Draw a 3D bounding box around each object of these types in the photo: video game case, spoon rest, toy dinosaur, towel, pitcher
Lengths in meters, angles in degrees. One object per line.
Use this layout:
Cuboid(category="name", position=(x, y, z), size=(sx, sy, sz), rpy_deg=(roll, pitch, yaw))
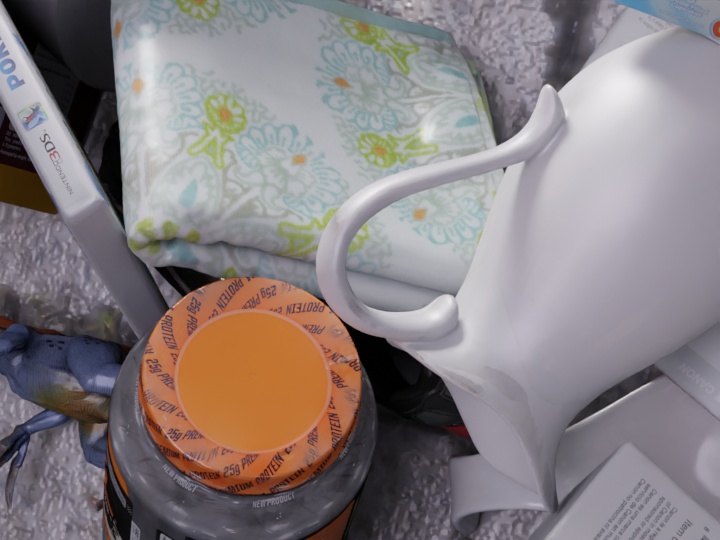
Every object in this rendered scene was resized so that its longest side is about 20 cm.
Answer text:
Cuboid(category="video game case", position=(-0.142, -0.050, 1.042), size=(0.022, 0.200, 0.183), rpy_deg=(-29, 62, -5))
Cuboid(category="spoon rest", position=(0.129, 0.097, 1.026), size=(0.199, 0.061, 0.100), rpy_deg=(-10, 78, 24))
Cuboid(category="toy dinosaur", position=(-0.162, 0.066, 1.176), size=(0.181, 0.199, 0.105), rpy_deg=(44, 142, 44))
Cuboid(category="towel", position=(-0.021, -0.063, 1.022), size=(0.048, 0.199, 0.172), rpy_deg=(-56, 33, 41))
Cuboid(category="pitcher", position=(0.090, -0.021, 0.940), size=(0.200, 0.172, 0.121), rpy_deg=(-49, 30, -3))

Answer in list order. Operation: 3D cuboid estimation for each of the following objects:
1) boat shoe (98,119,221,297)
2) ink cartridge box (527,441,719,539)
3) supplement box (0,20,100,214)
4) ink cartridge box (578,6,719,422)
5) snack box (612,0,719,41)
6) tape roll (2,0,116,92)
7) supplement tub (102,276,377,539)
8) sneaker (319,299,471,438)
Cuboid(category="boat shoe", position=(-0.074, -0.004, 1.135), size=(0.200, 0.067, 0.057), rpy_deg=(54, 127, 25))
Cuboid(category="ink cartridge box", position=(0.137, 0.200, 0.934), size=(0.200, 0.084, 0.144), rpy_deg=(42, 61, 5))
Cuboid(category="supplement box", position=(-0.230, -0.156, 1.145), size=(0.132, 0.197, 0.201), rpy_deg=(21, 92, 25))
Cuboid(category="ink cartridge box", position=(0.181, -0.035, 1.022), size=(0.200, 0.043, 0.174), rpy_deg=(41, 104, 26))
Cuboid(category="snack box", position=(0.182, -0.185, 0.967), size=(0.116, 0.037, 0.201), rpy_deg=(20, 56, -1))
Cuboid(category="tape roll", position=(-0.096, -0.190, 1.085), size=(0.066, 0.200, 0.201), rpy_deg=(42, 102, 23))
Cuboid(category="supplement tub", position=(-0.058, 0.090, 1.005), size=(0.122, 0.200, 0.123), rpy_deg=(4, 61, -7))
Cuboid(category="sneaker", position=(0.000, 0.000, 1.074), size=(0.071, 0.098, 0.201), rpy_deg=(-47, 67, 23))
